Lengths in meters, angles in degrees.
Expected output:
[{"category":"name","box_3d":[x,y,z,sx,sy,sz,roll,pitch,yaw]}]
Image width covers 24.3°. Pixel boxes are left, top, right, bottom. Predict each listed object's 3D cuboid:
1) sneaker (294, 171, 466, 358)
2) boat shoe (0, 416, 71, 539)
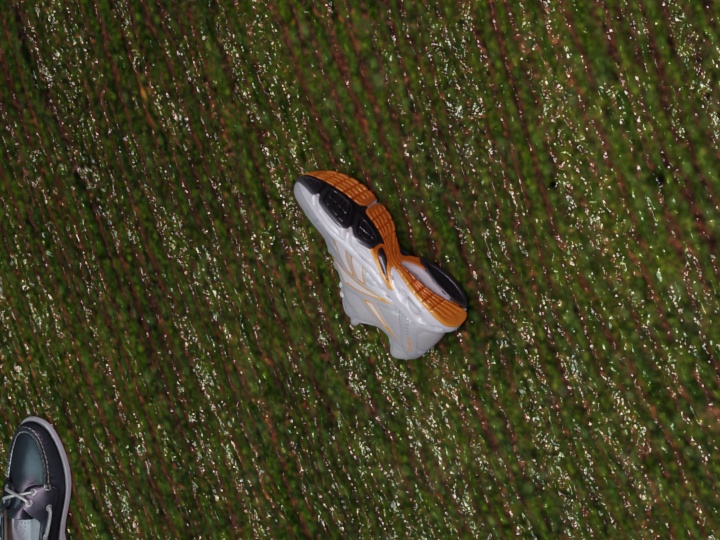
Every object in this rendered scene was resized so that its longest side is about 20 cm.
[{"category":"sneaker","box_3d":[0.000,0.000,1.522,0.200,0.076,0.092,48,126,12]},{"category":"boat shoe","box_3d":[-0.359,0.261,1.823,0.075,0.060,0.202,4,106,30]}]
